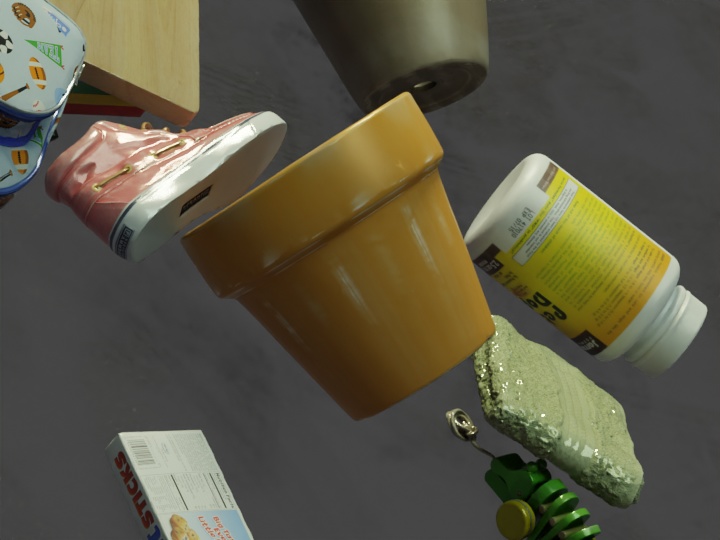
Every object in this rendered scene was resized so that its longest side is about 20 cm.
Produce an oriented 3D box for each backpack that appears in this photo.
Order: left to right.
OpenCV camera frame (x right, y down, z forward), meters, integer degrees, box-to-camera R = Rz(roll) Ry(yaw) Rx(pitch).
[{"bbox_3d":[-0.284,-0.118,1.448,0.199,0.154,0.191,31,45,-19],"label":"backpack"}]

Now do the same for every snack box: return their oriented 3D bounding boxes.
[{"bbox_3d":[-0.096,0.190,1.383,0.072,0.024,0.201,3,49,-44],"label":"snack box"}]

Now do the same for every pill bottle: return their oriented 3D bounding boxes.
[{"bbox_3d":[0.192,0.001,1.812,0.200,0.109,0.109,38,33,-4],"label":"pill bottle"}]

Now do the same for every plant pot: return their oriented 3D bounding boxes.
[{"bbox_3d":[0.000,0.000,1.567,0.184,0.200,0.200,57,34,-3],"label":"plant pot"},{"bbox_3d":[0.031,-0.234,1.876,0.199,0.200,0.174,-1,68,-45],"label":"plant pot"}]

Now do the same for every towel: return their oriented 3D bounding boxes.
[{"bbox_3d":[0.152,0.105,1.674,0.148,0.037,0.200,33,17,-10],"label":"towel"}]

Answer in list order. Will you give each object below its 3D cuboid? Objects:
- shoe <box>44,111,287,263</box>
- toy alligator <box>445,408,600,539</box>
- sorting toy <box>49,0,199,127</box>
[{"bbox_3d":[-0.142,-0.084,1.583,0.091,0.072,0.200,36,43,14],"label":"shoe"},{"bbox_3d":[0.133,0.170,1.607,0.059,0.054,0.200,-6,55,-49],"label":"toy alligator"},{"bbox_3d":[-0.227,-0.200,1.660,0.198,0.070,0.201,24,37,-24],"label":"sorting toy"}]
